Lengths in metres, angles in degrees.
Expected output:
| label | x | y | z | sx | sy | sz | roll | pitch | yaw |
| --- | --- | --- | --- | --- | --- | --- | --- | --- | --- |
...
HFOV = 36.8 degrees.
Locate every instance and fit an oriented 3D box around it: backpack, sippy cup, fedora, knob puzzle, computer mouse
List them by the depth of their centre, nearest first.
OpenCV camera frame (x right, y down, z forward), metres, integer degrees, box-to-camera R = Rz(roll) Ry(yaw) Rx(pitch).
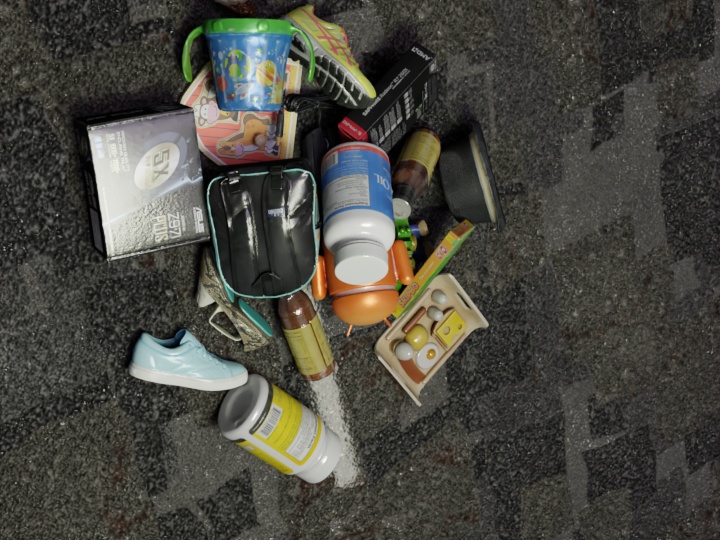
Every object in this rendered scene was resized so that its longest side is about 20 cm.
| label | x | y | z | sx | sy | sz | roll | pitch | yaw |
| --- | --- | --- | --- | --- | --- | --- | --- | --- | --- |
| sippy cup | -0.165 | -0.301 | 1.595 | 0.139 | 0.176 | 0.133 | -11 | 104 | -48 |
| backpack | -0.145 | -0.066 | 1.660 | 0.172 | 0.153 | 0.204 | -7 | 103 | -4 |
| knob puzzle | -0.184 | -0.247 | 1.673 | 0.216 | 0.030 | 0.224 | -8 | 108 | -27 |
| computer mouse | -0.078 | -0.185 | 1.724 | 0.139 | 0.046 | 0.204 | -3 | 105 | -44 |
| fedora | 0.186 | -0.152 | 1.855 | 0.090 | 0.201 | 0.203 | -15 | 114 | 8 |

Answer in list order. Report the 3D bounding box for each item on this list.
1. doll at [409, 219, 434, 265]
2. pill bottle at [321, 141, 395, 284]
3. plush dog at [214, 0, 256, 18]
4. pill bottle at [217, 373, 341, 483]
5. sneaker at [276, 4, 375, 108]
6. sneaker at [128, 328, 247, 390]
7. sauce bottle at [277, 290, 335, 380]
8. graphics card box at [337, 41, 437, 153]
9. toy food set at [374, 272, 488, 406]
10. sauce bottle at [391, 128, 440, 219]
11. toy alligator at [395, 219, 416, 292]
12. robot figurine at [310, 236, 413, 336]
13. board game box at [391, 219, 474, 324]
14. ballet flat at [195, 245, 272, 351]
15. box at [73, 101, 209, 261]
| label | x | y | z | sx | sy | sz | roll | pitch | yaw |
| --- | --- | --- | --- | --- | --- | --- | --- | --- | --- |
| doll | 0.027 | -0.022 | 1.844 | 0.198 | 0.048 | 0.138 | -26 | 110 | -17 |
| pill bottle | -0.003 | -0.085 | 1.646 | 0.111 | 0.112 | 0.203 | 17 | 54 | -32 |
| plush dog | -0.162 | -0.456 | 1.576 | 0.170 | 0.161 | 0.201 | -28 | 118 | 6 |
| pill bottle | -0.131 | 0.267 | 1.795 | 0.199 | 0.114 | 0.115 | 39 | 84 | -32 |
| sneaker | -0.041 | -0.337 | 1.668 | 0.200 | 0.078 | 0.090 | 45 | 63 | 2 |
| sneaker | -0.263 | 0.138 | 1.709 | 0.197 | 0.074 | 0.083 | 8 | 103 | -32 |
| sauce bottle | -0.099 | 0.084 | 1.784 | 0.065 | 0.066 | 0.203 | -27 | 114 | -20 |
| graphics card box | 0.047 | -0.257 | 1.745 | 0.200 | 0.051 | 0.126 | -48 | 160 | -14 |
| toy food set | 0.130 | 0.124 | 1.935 | 0.200 | 0.060 | 0.144 | -47 | 120 | -10 |
| sauce bottle | 0.084 | -0.156 | 1.766 | 0.066 | 0.065 | 0.201 | 58 | 34 | -28 |
| toy alligator | 0.067 | -0.051 | 1.798 | 0.058 | 0.054 | 0.204 | -3 | 103 | -24 |
| robot figurine | -0.002 | 0.000 | 1.749 | 0.142 | 0.116 | 0.204 | -5 | 81 | -29 |
| board game box | 0.116 | 0.003 | 1.833 | 0.030 | 0.095 | 0.201 | 38 | 115 | 8 |
| ballet flat | -0.217 | 0.055 | 1.724 | 0.075 | 0.068 | 0.201 | -29 | 120 | 6 |
| box | -0.321 | -0.133 | 1.594 | 0.161 | 0.086 | 0.204 | -13 | 109 | -26 |
